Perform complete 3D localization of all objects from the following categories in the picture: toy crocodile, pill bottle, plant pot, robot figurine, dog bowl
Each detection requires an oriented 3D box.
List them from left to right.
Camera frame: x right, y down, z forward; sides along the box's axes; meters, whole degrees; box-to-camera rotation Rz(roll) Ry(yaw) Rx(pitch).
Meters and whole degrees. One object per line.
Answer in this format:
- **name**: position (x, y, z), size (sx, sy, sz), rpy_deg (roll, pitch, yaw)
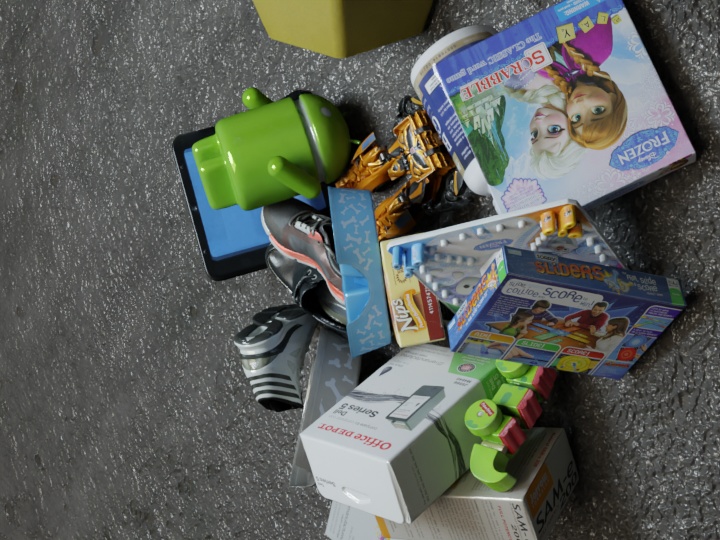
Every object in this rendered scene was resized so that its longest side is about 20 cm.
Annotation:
- **robot figurine**: position (-0.101, -0.145, 1.686), size (0.176, 0.198, 0.116), rpy_deg (-114, 8, -50)
- **dog bowl**: position (-0.042, 0.173, 1.711), size (0.200, 0.058, 0.202), rpy_deg (-168, 90, -88)
- **plant pot**: position (-0.021, -0.350, 1.567), size (0.199, 0.199, 0.178), rpy_deg (23, 126, 43)
- **dog bowl**: position (0.000, 0.000, 1.554), size (0.112, 0.049, 0.202), rpy_deg (-98, -1, -66)
- **robot figurine**: position (0.051, -0.114, 1.615), size (0.200, 0.058, 0.146), rpy_deg (-43, 67, 51)
- **pill bottle**: position (0.143, -0.151, 1.475), size (0.111, 0.110, 0.201), rpy_deg (-45, 65, 43)
- **toy crocodile**: position (0.167, 0.140, 1.468), size (0.061, 0.201, 0.068), rpy_deg (6, 143, 41)

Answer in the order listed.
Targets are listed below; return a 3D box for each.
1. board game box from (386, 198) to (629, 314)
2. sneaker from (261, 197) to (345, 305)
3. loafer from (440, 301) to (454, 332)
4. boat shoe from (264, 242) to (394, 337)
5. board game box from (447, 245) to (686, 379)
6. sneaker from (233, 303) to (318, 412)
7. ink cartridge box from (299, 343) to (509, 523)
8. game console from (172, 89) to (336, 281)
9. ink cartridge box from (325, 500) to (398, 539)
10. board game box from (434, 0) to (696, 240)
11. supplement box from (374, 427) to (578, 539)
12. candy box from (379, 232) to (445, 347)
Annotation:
- **board game box**: position (0.156, 0.004, 1.393), size (0.198, 0.200, 0.026), rpy_deg (-13, 60, 24)
- **sneaker**: position (-0.045, -0.044, 1.680), size (0.200, 0.077, 0.082), rpy_deg (40, 152, 27)
- **loafer**: position (0.119, 0.056, 1.573), size (0.070, 0.069, 0.202), rpy_deg (-6, 97, 48)
- **boat shoe**: position (-0.047, 0.028, 1.716), size (0.199, 0.066, 0.075), rpy_deg (38, 121, 14)
- **board game box**: position (0.204, 0.045, 1.379), size (0.136, 0.198, 0.035), rpy_deg (122, 151, -45)
- **sneaker**: position (-0.097, 0.112, 1.746), size (0.075, 0.200, 0.117), rpy_deg (-6, 102, 21)
- **ink cartridge box**: position (0.056, 0.172, 1.513), size (0.145, 0.200, 0.085), rpy_deg (8, 126, 46)
- **game console**: position (-0.131, -0.109, 1.783), size (0.175, 0.116, 0.202), rpy_deg (-23, 82, 48)
- **ink cartridge box**: position (0.061, 0.303, 1.680), size (0.199, 0.087, 0.147), rpy_deg (33, 120, 37)
- **board game box**: position (0.202, -0.158, 1.380), size (0.199, 0.041, 0.201), rpy_deg (-26, 77, 9)
- **supplement box**: position (0.123, 0.236, 1.525), size (0.198, 0.126, 0.074), rpy_deg (-2, 120, 34)
- **candy box**: position (0.056, 0.021, 1.564), size (0.200, 0.055, 0.117), rpy_deg (-10, -90, -89)
